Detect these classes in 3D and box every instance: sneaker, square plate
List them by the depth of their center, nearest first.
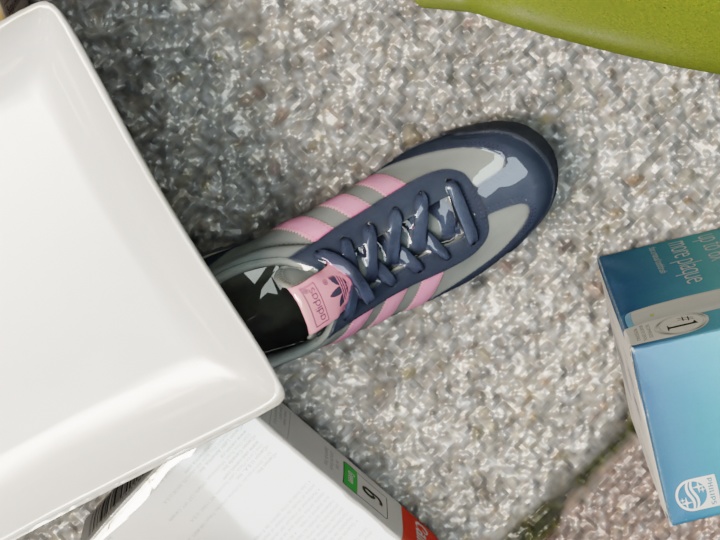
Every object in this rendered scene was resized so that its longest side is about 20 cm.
[{"bbox_3d":[-0.163,0.013,1.131,0.198,0.028,0.200,-27,104,11],"label":"square plate"},{"bbox_3d":[0.000,0.000,1.179,0.200,0.082,0.070,-28,103,7],"label":"sneaker"}]

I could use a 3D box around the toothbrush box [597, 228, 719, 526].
[{"bbox_3d":[0.214,0.028,1.155,0.199,0.146,0.086,-12,105,4],"label":"toothbrush box"}]

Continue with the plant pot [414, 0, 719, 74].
[{"bbox_3d":[0.116,-0.172,1.090,0.192,0.200,0.201,3,106,11],"label":"plant pot"}]

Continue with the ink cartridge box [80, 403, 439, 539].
[{"bbox_3d":[-0.022,0.150,1.237,0.200,0.050,0.109,41,102,-11],"label":"ink cartridge box"}]

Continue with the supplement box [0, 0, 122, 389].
[{"bbox_3d":[-0.190,-0.045,1.169,0.126,0.074,0.200,-18,105,5],"label":"supplement box"}]
